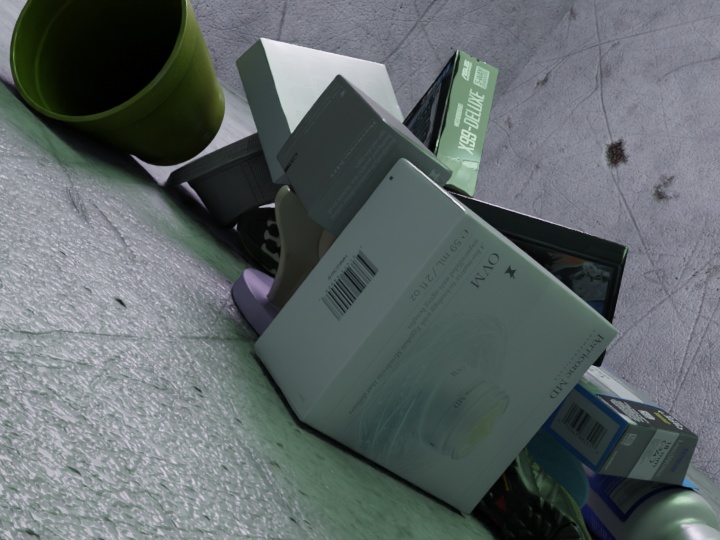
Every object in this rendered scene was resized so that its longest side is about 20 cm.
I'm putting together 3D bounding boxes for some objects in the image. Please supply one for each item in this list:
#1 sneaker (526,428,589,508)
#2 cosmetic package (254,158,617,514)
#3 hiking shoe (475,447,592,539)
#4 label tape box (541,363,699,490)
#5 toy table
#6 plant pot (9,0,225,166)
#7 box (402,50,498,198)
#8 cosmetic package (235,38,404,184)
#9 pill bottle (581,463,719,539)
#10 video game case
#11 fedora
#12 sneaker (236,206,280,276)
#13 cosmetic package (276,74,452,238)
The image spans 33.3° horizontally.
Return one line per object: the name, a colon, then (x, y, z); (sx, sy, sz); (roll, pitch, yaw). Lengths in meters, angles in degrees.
sneaker: (0.149, 0.165, 1.240); (0.200, 0.080, 0.131); (39, 8, -1)
cosmetic package: (0.062, 0.057, 0.974); (0.200, 0.200, 0.123); (33, 8, -34)
hiking shoe: (0.137, 0.198, 1.050); (0.101, 0.076, 0.200); (43, 10, -47)
label tape box: (0.257, 0.148, 1.214); (0.199, 0.064, 0.144); (16, 18, -45)
toy table: (-0.034, 0.016, 1.110); (0.184, 0.117, 0.200); (33, 9, -36)
plant pot: (-0.239, -0.210, 1.301); (0.200, 0.200, 0.193); (41, -3, 26)
box: (0.061, -0.096, 1.196); (0.050, 0.158, 0.200); (22, -32, -13)
cosmetic package: (-0.031, -0.165, 1.327); (0.199, 0.052, 0.151); (2, 61, -47)
pill bottle: (0.307, 0.263, 1.274); (0.112, 0.112, 0.200); (34, 8, -29)
video game case: (0.139, 0.008, 1.118); (0.199, 0.026, 0.181); (18, -31, 16)
fedora: (-0.128, -0.106, 1.382); (0.091, 0.176, 0.200); (67, -12, -8)
sneaker: (-0.078, -0.012, 1.375); (0.088, 0.077, 0.200); (1, -22, 44)
cosmetic package: (-0.002, -0.093, 1.067); (0.090, 0.107, 0.200); (36, 7, -19)
